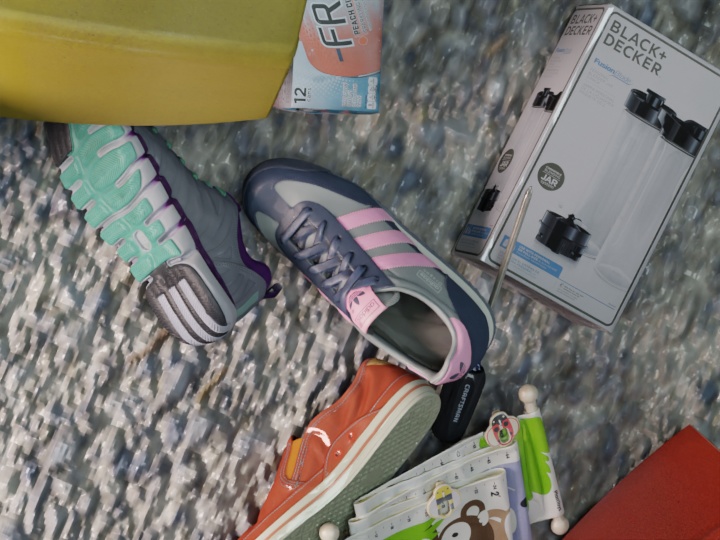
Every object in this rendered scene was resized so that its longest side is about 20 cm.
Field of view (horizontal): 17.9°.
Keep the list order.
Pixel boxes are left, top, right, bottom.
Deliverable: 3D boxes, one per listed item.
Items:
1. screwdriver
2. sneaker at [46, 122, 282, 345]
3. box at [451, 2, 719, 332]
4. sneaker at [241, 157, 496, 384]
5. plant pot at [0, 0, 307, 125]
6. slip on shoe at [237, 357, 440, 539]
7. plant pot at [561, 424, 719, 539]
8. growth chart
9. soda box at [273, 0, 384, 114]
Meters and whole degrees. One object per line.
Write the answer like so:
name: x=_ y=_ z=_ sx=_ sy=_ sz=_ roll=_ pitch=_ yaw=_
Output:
screwdriver: x=0.089 y=0.033 z=1.543 sx=0.029 sy=0.028 sz=0.200 roll=31 pitch=119 yaw=16
sneaker: x=-0.131 y=-0.050 z=1.506 sx=0.087 sy=0.074 sz=0.200 roll=-32 pitch=94 yaw=-48
box: x=0.162 y=-0.072 z=1.582 sx=0.116 sy=0.060 sz=0.200 roll=30 pitch=85 yaw=-16
sneaker: x=0.000 y=0.000 z=1.504 sx=0.200 sy=0.082 sz=0.070 roll=35 pitch=116 yaw=2
plant pot: x=-0.118 y=-0.191 z=1.384 sx=0.176 sy=0.200 sz=0.201 roll=13 pitch=77 yaw=-6
slip on shoe: x=-0.030 y=0.142 z=1.544 sx=0.061 sy=0.074 sz=0.200 roll=41 pitch=92 yaw=29
plant pot: x=0.220 y=0.253 z=1.563 sx=0.176 sy=0.200 sz=0.200 roll=-30 pitch=102 yaw=-2
growth chart: x=0.059 y=0.184 z=1.573 sx=0.200 sy=0.018 sz=0.145 roll=-32 pitch=121 yaw=-17
soda box: x=-0.021 y=-0.204 z=1.512 sx=0.063 sy=0.068 sz=0.201 roll=1 pitch=95 yaw=-17
